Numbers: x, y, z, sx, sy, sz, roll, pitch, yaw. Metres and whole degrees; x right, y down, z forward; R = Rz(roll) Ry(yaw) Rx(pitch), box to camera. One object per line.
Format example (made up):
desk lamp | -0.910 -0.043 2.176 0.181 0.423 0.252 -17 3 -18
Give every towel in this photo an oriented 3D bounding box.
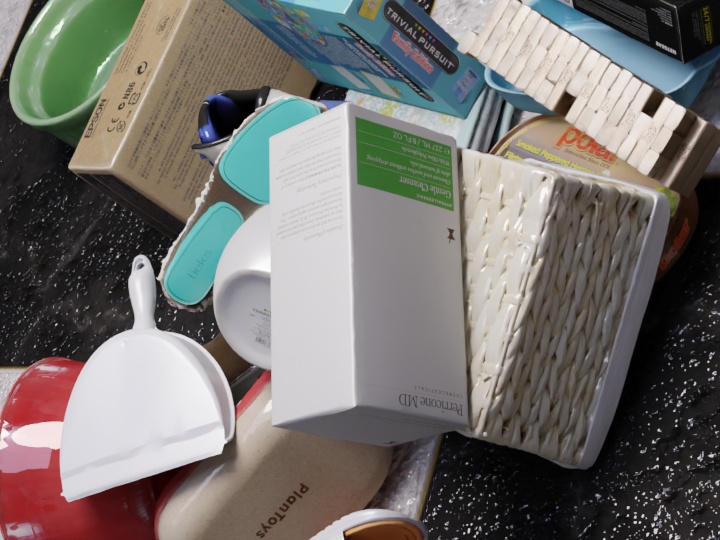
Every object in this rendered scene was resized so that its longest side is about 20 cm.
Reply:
towel | 0.046 -0.107 1.453 0.171 0.048 0.201 -3 61 46

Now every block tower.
block tower | 0.162 -0.129 1.251 0.200 0.054 0.058 37 102 33

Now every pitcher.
pitcher | 0.000 0.000 1.275 0.171 0.122 0.200 19 33 21

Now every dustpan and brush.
dustpan and brush | -0.163 0.069 1.318 0.139 0.057 0.201 -19 63 14

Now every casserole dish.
casserole dish | 0.188 -0.161 1.330 0.199 0.039 0.121 8 52 35

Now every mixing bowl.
mixing bowl | -0.188 0.162 1.388 0.108 0.200 0.201 -7 57 23

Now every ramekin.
ramekin | -0.247 -0.207 1.760 0.199 0.098 0.201 -24 48 30

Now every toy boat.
toy boat | -0.070 0.143 1.329 0.200 0.130 0.131 -48 29 5

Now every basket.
basket | 0.105 0.020 1.208 0.135 0.123 0.201 20 94 49

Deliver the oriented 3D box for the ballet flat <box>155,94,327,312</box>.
ballet flat | -0.090 -0.056 1.380 0.200 0.072 0.072 -52 40 12

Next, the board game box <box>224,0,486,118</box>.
board game box | -0.012 -0.196 1.419 0.200 0.151 0.047 21 78 51

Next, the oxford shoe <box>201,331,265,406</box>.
oxford shoe | -0.064 0.032 1.393 0.200 0.085 0.073 -37 -1 -1

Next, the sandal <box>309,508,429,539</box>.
sandal | -0.027 0.241 1.259 0.206 0.079 0.059 -38 43 30

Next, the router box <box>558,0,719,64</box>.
router box | 0.233 -0.235 1.312 0.149 0.051 0.200 -28 37 -17

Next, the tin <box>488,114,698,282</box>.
tin | 0.166 -0.051 1.305 0.200 0.042 0.112 30 89 50

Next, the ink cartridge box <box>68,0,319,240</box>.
ink cartridge box | -0.143 -0.136 1.559 0.075 0.165 0.201 4 65 47

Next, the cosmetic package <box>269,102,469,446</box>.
cosmetic package | 0.004 0.006 1.151 0.085 0.107 0.201 -20 67 44

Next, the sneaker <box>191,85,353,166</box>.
sneaker | -0.089 -0.093 1.461 0.200 0.115 0.081 123 166 -50
